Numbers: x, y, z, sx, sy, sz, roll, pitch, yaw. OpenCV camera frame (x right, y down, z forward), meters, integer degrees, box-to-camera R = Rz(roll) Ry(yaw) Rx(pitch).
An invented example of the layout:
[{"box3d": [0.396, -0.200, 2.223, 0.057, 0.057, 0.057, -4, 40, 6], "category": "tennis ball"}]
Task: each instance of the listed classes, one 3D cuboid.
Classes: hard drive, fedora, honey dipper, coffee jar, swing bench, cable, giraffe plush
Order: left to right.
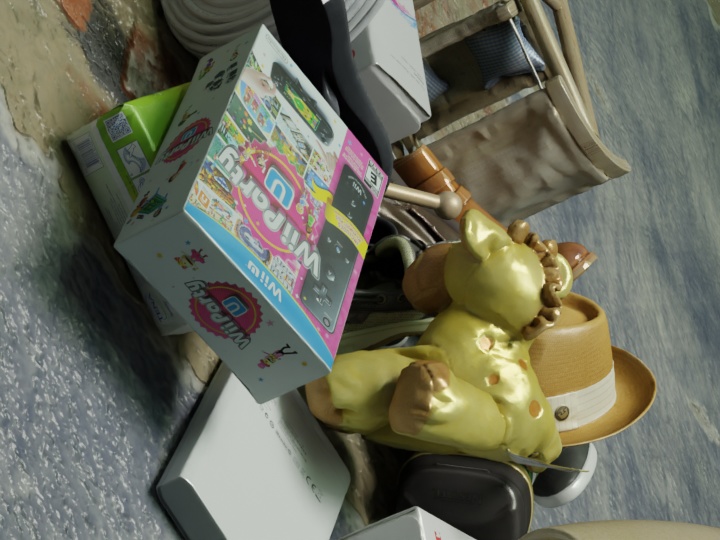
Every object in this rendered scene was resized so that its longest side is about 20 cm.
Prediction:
[{"box3d": [-0.065, 0.140, 1.394, 0.132, 0.027, 0.200, 59, 21, -16], "category": "hard drive"}, {"box3d": [-0.060, -0.237, 1.579, 0.069, 0.200, 0.200, 34, 42, -45], "category": "cable"}, {"box3d": [-0.011, -0.069, 1.598, 0.200, 0.038, 0.038, 13, 47, -23], "category": "honey dipper"}, {"box3d": [0.074, 0.044, 1.481, 0.173, 0.199, 0.163, 51, 49, -76], "category": "giraffe plush"}, {"box3d": [0.096, -0.139, 1.839, 0.130, 0.199, 0.200, 26, 43, -58], "category": "swing bench"}, {"box3d": [0.088, 0.149, 1.630, 0.200, 0.104, 0.086, -61, 154, -64], "category": "coffee jar"}, {"box3d": [0.126, 0.063, 1.615, 0.201, 0.200, 0.082, -62, 154, -64], "category": "fedora"}]

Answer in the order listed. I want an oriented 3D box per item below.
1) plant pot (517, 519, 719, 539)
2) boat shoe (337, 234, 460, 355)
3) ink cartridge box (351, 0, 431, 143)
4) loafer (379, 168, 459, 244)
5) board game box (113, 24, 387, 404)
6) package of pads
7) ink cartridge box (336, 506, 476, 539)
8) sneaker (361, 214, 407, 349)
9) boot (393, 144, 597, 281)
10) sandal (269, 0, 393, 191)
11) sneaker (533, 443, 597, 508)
[{"box3d": [0.184, 0.244, 1.457, 0.200, 0.187, 0.188, 26, 42, -40], "category": "plant pot"}, {"box3d": [0.030, 0.007, 1.564, 0.072, 0.201, 0.066, 39, -42, 44], "category": "boat shoe"}, {"box3d": [-0.036, -0.178, 1.645, 0.085, 0.144, 0.200, 42, 31, -45], "category": "ink cartridge box"}, {"box3d": [0.020, -0.028, 1.694, 0.200, 0.073, 0.071, 44, 32, 9], "category": "loafer"}, {"box3d": [-0.063, -0.038, 1.360, 0.148, 0.064, 0.200, 49, 35, -25], "category": "board game box"}, {"box3d": [-0.098, -0.049, 1.446, 0.155, 0.068, 0.200, 64, 30, -1], "category": "package of pads"}, {"box3d": [0.065, 0.266, 1.479, 0.200, 0.084, 0.145, 35, 36, -53], "category": "ink cartridge box"}, {"box3d": [0.000, 0.000, 1.620, 0.200, 0.083, 0.072, 39, 34, -49], "category": "sneaker"}, {"box3d": [0.088, -0.034, 1.732, 0.074, 0.200, 0.155, -33, 100, -44], "category": "boot"}, {"box3d": [-0.031, -0.125, 1.504, 0.043, 0.076, 0.200, -44, 135, -28], "category": "sandal"}, {"box3d": [0.151, 0.122, 1.866, 0.099, 0.071, 0.200, 52, 19, -24], "category": "sneaker"}]
